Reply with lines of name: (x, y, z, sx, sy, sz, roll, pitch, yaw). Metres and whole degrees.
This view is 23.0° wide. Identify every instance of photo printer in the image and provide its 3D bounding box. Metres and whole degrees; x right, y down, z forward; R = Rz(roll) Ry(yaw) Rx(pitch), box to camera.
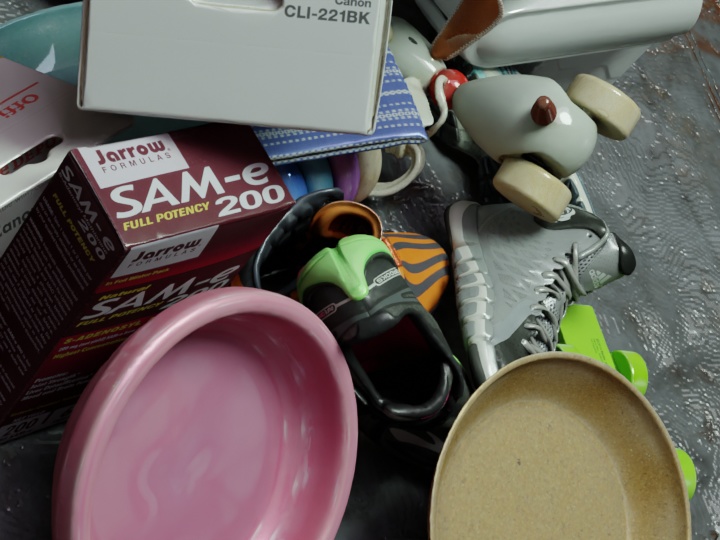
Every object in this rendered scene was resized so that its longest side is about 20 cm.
photo printer: (0.120, -0.224, 1.244, 0.200, 0.069, 0.166, -11, 60, -25)

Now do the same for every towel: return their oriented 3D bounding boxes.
towel: (-0.053, -0.127, 1.103, 0.145, 0.024, 0.200, -11, 43, -10)

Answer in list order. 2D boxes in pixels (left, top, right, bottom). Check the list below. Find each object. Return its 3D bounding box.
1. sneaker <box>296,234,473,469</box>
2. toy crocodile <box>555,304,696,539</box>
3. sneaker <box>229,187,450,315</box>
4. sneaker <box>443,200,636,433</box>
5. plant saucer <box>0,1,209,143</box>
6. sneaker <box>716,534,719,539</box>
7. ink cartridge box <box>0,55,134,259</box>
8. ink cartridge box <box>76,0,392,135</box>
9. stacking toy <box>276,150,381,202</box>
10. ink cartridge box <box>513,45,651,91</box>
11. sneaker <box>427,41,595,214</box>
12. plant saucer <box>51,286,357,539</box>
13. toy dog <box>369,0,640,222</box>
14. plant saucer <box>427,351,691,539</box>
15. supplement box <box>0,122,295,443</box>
sneaker: (0.022, 0.065, 1.003, 0.200, 0.077, 0.084, 55, 6, -47)
toy crocodile: (0.156, 0.105, 1.136, 0.067, 0.062, 0.200, 2, 53, -33)
sneaker: (0.000, 0.000, 1.057, 0.200, 0.112, 0.078, -21, 68, -43)
sneaker: (0.119, 0.019, 1.106, 0.115, 0.075, 0.200, -12, 46, 5)
plant saucer: (-0.155, -0.086, 1.019, 0.200, 0.036, 0.200, -3, 42, 2)
sneaker: (0.254, 0.196, 1.114, 0.200, 0.082, 0.077, -24, 74, -43)
ink cartridge box: (-0.216, -0.057, 0.902, 0.200, 0.068, 0.116, 23, 45, 34)
ink cartridge box: (-0.065, -0.130, 0.909, 0.144, 0.084, 0.200, 5, 13, -5)
stacking toy: (-0.076, -0.039, 1.063, 0.085, 0.085, 0.200, 48, 49, 5)
ink cartridge box: (0.125, -0.234, 1.351, 0.116, 0.067, 0.200, -10, 65, -38)
sneaker: (0.122, -0.085, 1.235, 0.086, 0.078, 0.200, -17, 69, -45)
plant saucer: (-0.084, 0.104, 0.906, 0.051, 0.201, 0.200, 16, 28, 39)
toy dog: (0.074, -0.112, 1.121, 0.200, 0.096, 0.132, 10, 72, 22)
plant saucer: (0.108, 0.148, 1.013, 0.200, 0.035, 0.200, 7, 79, -36)
supplement box: (-0.129, 0.008, 0.901, 0.109, 0.200, 0.061, -17, 68, -41)
